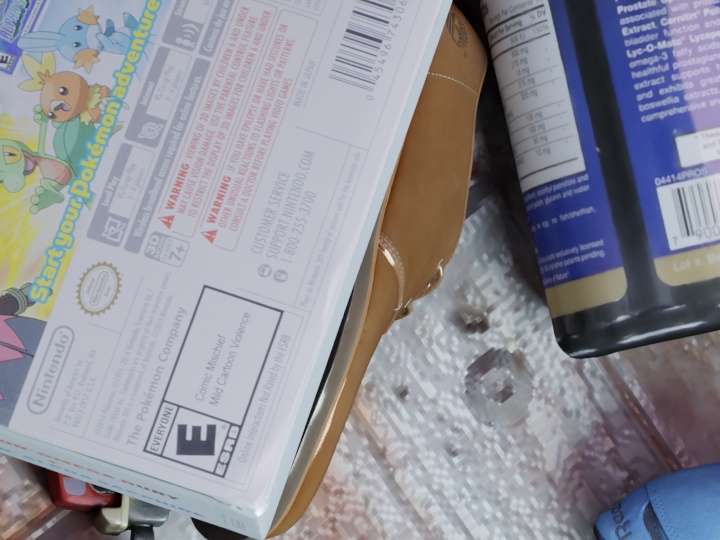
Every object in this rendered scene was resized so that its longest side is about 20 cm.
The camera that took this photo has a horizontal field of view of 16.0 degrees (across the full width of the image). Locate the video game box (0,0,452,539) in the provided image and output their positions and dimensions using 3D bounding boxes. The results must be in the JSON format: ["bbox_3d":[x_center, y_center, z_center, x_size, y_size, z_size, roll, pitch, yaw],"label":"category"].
[{"bbox_3d":[-0.082,-0.040,0.775,0.182,0.047,0.200,19,74,3],"label":"video game box"}]

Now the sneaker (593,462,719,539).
[{"bbox_3d":[0.136,0.161,0.878,0.078,0.066,0.200,-17,101,10],"label":"sneaker"}]

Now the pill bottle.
[{"bbox_3d":[0.099,-0.077,0.862,0.112,0.112,0.200,-11,87,-25],"label":"pill bottle"}]

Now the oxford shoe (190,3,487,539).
[{"bbox_3d":[0.000,0.000,0.833,0.071,0.071,0.200,30,74,-42],"label":"oxford shoe"}]

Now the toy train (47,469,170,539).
[{"bbox_3d":[-0.077,0.057,0.805,0.046,0.034,0.200,4,79,-12],"label":"toy train"}]
